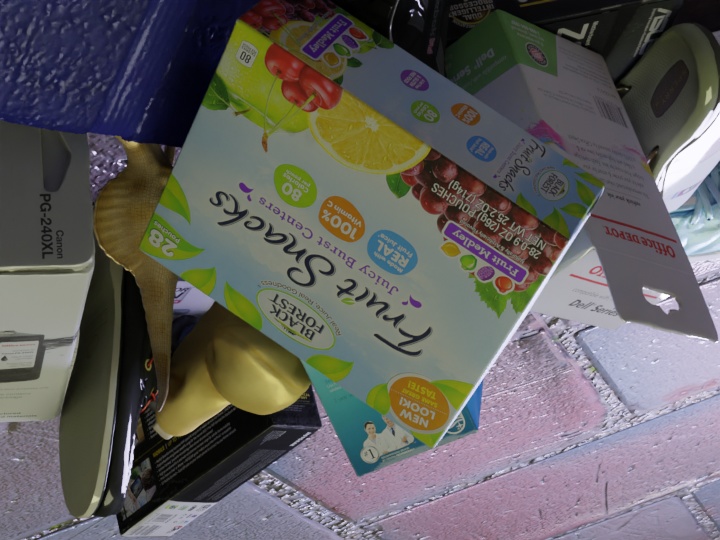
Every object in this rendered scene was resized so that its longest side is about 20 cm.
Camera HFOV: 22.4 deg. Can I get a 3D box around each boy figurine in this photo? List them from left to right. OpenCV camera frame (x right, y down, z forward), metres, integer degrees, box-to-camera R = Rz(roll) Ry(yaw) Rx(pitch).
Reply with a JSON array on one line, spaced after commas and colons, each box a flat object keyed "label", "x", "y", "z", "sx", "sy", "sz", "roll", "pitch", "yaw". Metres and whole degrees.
[{"label": "boy figurine", "x": -0.084, "y": 0.055, "z": 1.161, "sx": 0.064, "sy": 0.125, "sz": 0.200, "roll": 41, "pitch": 160, "yaw": -14}]

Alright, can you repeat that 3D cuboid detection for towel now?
[{"label": "towel", "x": -0.126, "y": -0.139, "z": 0.955, "sx": 0.199, "sy": 0.050, "sz": 0.148, "roll": 6, "pitch": 124, "yaw": -40}]

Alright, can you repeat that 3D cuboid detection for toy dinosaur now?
[{"label": "toy dinosaur", "x": -0.119, "y": -0.022, "z": 1.111, "sx": 0.101, "sy": 0.202, "sz": 0.058, "roll": -11, "pitch": -173, "yaw": -41}]

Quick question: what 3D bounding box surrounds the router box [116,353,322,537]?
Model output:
[{"label": "router box", "x": -0.120, "y": 0.090, "z": 1.344, "sx": 0.051, "sy": 0.150, "sz": 0.200, "roll": 8, "pitch": 147, "yaw": -41}]

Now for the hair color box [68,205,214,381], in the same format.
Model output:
[{"label": "hair color box", "x": -0.182, "y": 0.030, "z": 1.286, "sx": 0.098, "sy": 0.061, "sz": 0.200, "roll": 1, "pitch": 151, "yaw": -34}]

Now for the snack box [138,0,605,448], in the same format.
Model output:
[{"label": "snack box", "x": 0.001, "y": -0.028, "z": 0.960, "sx": 0.068, "sy": 0.199, "sz": 0.169, "roll": -48, "pitch": 172, "yaw": -50}]

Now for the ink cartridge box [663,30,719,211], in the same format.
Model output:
[{"label": "ink cartridge box", "x": 0.258, "y": -0.107, "z": 1.227, "sx": 0.199, "sy": 0.057, "sz": 0.163, "roll": -12, "pitch": 153, "yaw": -29}]

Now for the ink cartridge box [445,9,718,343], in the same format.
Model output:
[{"label": "ink cartridge box", "x": 0.119, "y": -0.038, "z": 1.040, "sx": 0.067, "sy": 0.201, "sz": 0.117, "roll": -34, "pitch": 151, "yaw": 30}]

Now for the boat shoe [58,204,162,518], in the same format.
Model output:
[{"label": "boat shoe", "x": -0.146, "y": 0.057, "z": 1.125, "sx": 0.063, "sy": 0.203, "sz": 0.074, "roll": 18, "pitch": 150, "yaw": -30}]

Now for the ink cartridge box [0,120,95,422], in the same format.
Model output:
[{"label": "ink cartridge box", "x": -0.209, "y": -0.017, "z": 1.059, "sx": 0.083, "sy": 0.146, "sz": 0.200, "roll": 0, "pitch": 152, "yaw": -16}]

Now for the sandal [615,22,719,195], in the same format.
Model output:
[{"label": "sandal", "x": 0.160, "y": -0.077, "z": 1.143, "sx": 0.057, "sy": 0.080, "sz": 0.202, "roll": -13, "pitch": 147, "yaw": -31}]

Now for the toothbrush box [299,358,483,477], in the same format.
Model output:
[{"label": "toothbrush box", "x": 0.000, "y": 0.000, "z": 1.117, "sx": 0.085, "sy": 0.201, "sz": 0.147, "roll": -23, "pitch": -166, "yaw": 13}]

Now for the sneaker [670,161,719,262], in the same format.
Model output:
[{"label": "sneaker", "x": 0.253, "y": -0.046, "z": 1.382, "sx": 0.199, "sy": 0.074, "sz": 0.082, "roll": -25, "pitch": 158, "yaw": 17}]

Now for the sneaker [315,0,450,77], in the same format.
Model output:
[{"label": "sneaker", "x": 0.010, "y": -0.156, "z": 0.972, "sx": 0.075, "sy": 0.088, "sz": 0.201, "roll": 16, "pitch": 133, "yaw": 20}]

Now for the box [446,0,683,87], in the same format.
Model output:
[{"label": "box", "x": 0.102, "y": -0.122, "z": 1.155, "sx": 0.160, "sy": 0.049, "sz": 0.200, "roll": -14, "pitch": 156, "yaw": -15}]
